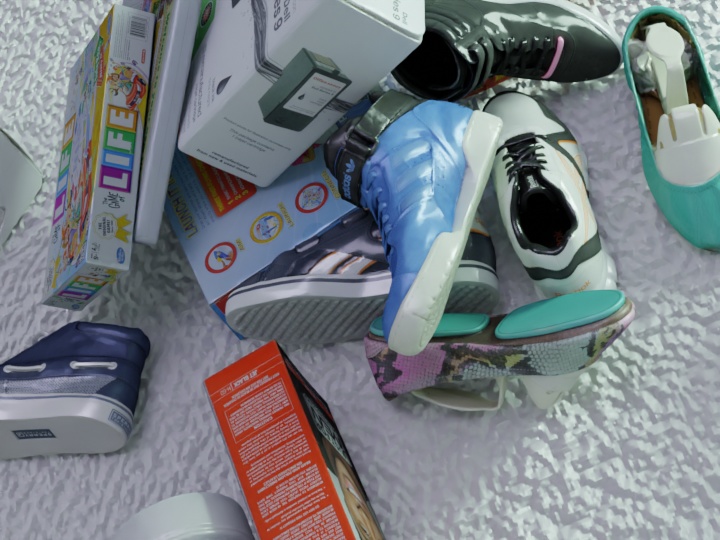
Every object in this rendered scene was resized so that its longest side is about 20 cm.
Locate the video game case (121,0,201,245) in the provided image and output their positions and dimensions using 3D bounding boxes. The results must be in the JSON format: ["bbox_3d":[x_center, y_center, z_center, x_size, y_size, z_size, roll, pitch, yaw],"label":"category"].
[{"bbox_3d":[-0.173,-0.123,1.079,0.182,0.022,0.203,7,87,66],"label":"video game case"}]

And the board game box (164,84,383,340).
[{"bbox_3d":[-0.058,-0.079,1.082,0.194,0.056,0.201,-32,51,3],"label":"board game box"}]

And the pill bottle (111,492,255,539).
[{"bbox_3d":[-0.088,0.247,0.846,0.113,0.114,0.201,-29,51,5],"label":"pill bottle"}]

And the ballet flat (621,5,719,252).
[{"bbox_3d":[0.221,-0.106,0.957,0.066,0.071,0.202,-18,54,12],"label":"ballet flat"}]

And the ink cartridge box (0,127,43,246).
[{"bbox_3d":[-0.402,-0.073,1.223,0.198,0.083,0.148,17,68,33],"label":"ink cartridge box"}]

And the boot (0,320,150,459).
[{"bbox_3d":[-0.258,0.090,1.066,0.197,0.073,0.091,0,52,16],"label":"boot"}]

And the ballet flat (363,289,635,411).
[{"bbox_3d":[0.094,0.058,0.914,0.197,0.072,0.069,-8,16,30],"label":"ballet flat"}]

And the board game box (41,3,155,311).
[{"bbox_3d":[-0.202,-0.083,1.057,0.134,0.034,0.203,150,127,-60],"label":"board game box"}]

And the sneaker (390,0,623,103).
[{"bbox_3d":[0.099,-0.154,0.999,0.197,0.071,0.100,13,41,-8],"label":"sneaker"}]

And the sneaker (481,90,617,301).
[{"bbox_3d":[0.127,-0.062,0.969,0.073,0.080,0.202,-26,50,10],"label":"sneaker"}]

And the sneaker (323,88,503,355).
[{"bbox_3d":[0.019,-0.040,0.911,0.110,0.077,0.202,18,57,5],"label":"sneaker"}]

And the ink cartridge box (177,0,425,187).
[{"bbox_3d":[-0.045,-0.179,0.992,0.200,0.083,0.148,-38,41,42],"label":"ink cartridge box"}]

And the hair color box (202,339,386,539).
[{"bbox_3d":[-0.030,0.155,0.888,0.061,0.102,0.201,-29,52,5],"label":"hair color box"}]

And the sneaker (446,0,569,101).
[{"bbox_3d":[0.115,-0.209,1.089,0.200,0.073,0.077,-43,24,-4],"label":"sneaker"}]

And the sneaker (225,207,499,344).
[{"bbox_3d":[0.000,0.000,0.990,0.197,0.079,0.080,-7,60,7],"label":"sneaker"}]
